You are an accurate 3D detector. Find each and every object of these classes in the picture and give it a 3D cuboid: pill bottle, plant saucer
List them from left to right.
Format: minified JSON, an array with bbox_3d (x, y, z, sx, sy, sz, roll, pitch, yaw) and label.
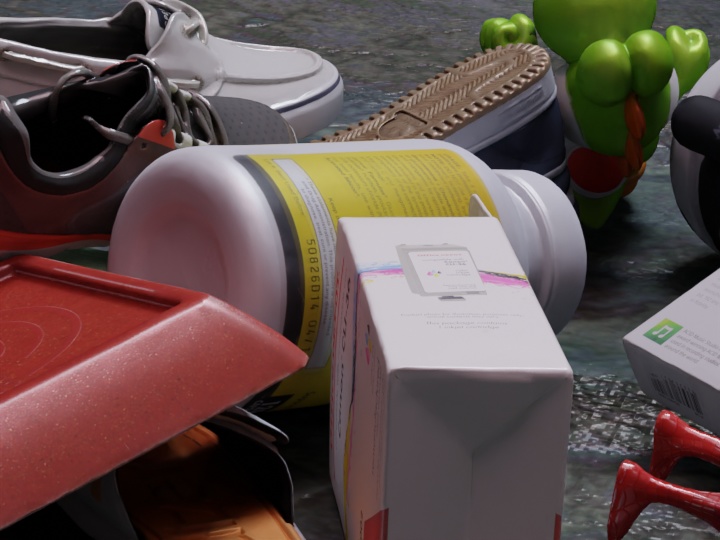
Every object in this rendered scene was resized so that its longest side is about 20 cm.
[{"bbox_3d":[-0.152,0.047,0.920,0.200,0.037,0.199,-27,20,-29],"label":"plant saucer"},{"bbox_3d":[0.000,0.000,1.054,0.200,0.112,0.112,-4,19,-41],"label":"pill bottle"}]

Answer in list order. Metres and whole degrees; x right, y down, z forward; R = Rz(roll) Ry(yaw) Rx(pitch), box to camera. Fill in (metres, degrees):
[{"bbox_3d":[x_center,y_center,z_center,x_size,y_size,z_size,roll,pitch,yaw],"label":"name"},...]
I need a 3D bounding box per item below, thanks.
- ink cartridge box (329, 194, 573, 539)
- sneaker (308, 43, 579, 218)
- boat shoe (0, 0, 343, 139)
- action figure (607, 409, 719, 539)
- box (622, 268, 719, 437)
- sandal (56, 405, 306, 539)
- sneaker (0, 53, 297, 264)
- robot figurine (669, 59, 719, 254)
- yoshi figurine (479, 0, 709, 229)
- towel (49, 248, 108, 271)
[{"bbox_3d":[0.027,0.052,0.925,0.067,0.117,0.200,1,19,-6],"label":"ink cartridge box"},{"bbox_3d":[0.020,-0.018,1.179,0.200,0.109,0.070,-29,32,-15],"label":"sneaker"},{"bbox_3d":[-0.099,-0.097,1.160,0.200,0.066,0.072,-3,27,-20],"label":"boat shoe"},{"bbox_3d":[0.192,0.108,0.887,0.200,0.052,0.065,17,30,24],"label":"action figure"},{"bbox_3d":[0.226,0.008,1.001,0.200,0.036,0.144,-35,30,-15],"label":"box"},{"bbox_3d":[-0.055,0.080,0.908,0.079,0.059,0.207,-9,27,-29],"label":"sandal"},{"bbox_3d":[-0.091,-0.053,1.056,0.200,0.082,0.077,-14,62,-46],"label":"sneaker"},{"bbox_3d":[0.236,-0.039,1.186,0.125,0.150,0.200,-33,33,-16],"label":"robot figurine"},{"bbox_3d":[0.118,-0.103,1.259,0.112,0.112,0.200,40,-13,4],"label":"yoshi figurine"},{"bbox_3d":[-0.122,0.036,1.091,0.152,0.023,0.200,12,21,22],"label":"towel"}]
